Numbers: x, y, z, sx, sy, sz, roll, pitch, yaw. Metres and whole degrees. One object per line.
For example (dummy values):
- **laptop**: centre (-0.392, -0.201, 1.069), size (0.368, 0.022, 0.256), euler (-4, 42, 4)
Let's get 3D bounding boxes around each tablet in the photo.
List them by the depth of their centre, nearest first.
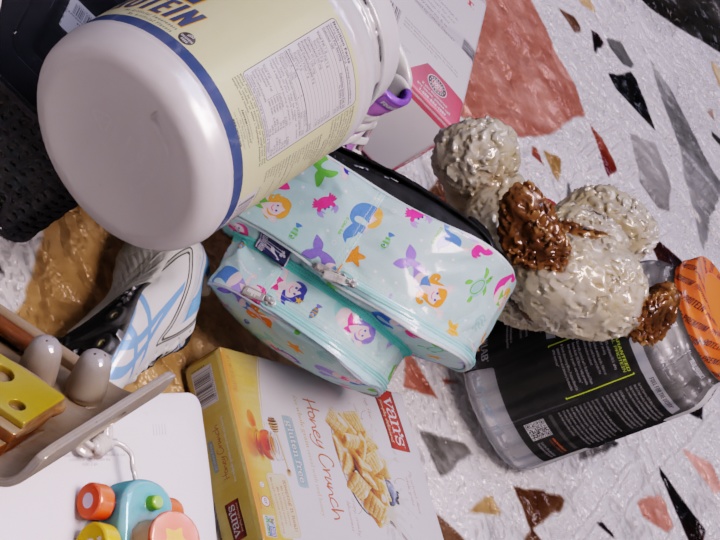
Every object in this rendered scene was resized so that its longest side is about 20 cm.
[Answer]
- **tablet**: centre (-0.160, 0.138, 1.332), size (0.200, 0.014, 0.131), euler (2, 79, -48)

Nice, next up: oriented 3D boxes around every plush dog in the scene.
- **plush dog**: centre (0.135, -0.003, 1.618), size (0.199, 0.161, 0.172), euler (27, -1, -26)

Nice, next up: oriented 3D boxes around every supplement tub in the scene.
- **supplement tub**: centre (-0.082, -0.115, 1.376), size (0.200, 0.145, 0.145), euler (-37, 95, -42)
- **supplement tub**: centre (0.190, 0.068, 1.742), size (0.123, 0.199, 0.123), euler (48, 30, -40)

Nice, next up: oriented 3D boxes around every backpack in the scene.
- **backpack**: centre (0.000, 0.000, 1.521), size (0.199, 0.151, 0.178), euler (23, -8, 8)

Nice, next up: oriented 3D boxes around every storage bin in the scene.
- **storage bin**: centre (-0.210, -0.134, 1.471), size (0.135, 0.094, 0.200), euler (44, 35, -22)

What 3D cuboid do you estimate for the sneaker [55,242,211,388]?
- **sneaker**: centre (-0.142, 0.040, 1.440), size (0.073, 0.072, 0.200), euler (55, 34, -20)

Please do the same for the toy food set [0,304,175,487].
- **toy food set**: centre (-0.220, 0.034, 1.277), size (0.200, 0.061, 0.143), euler (32, 28, 14)

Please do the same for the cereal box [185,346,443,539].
- **cereal box**: centre (-0.027, 0.138, 1.543), size (0.200, 0.039, 0.144), euler (16, 50, -48)

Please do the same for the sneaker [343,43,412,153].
- **sneaker**: centre (-0.016, -0.101, 1.629), size (0.073, 0.114, 0.201), euler (-21, 118, -45)

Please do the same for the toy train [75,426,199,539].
- **toy train**: centre (-0.161, 0.166, 1.271), size (0.151, 0.055, 0.200), euler (58, 44, -22)

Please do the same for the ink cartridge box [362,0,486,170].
- **ink cartridge box**: centre (0.020, -0.200, 1.861), size (0.146, 0.085, 0.200), euler (44, 36, -22)

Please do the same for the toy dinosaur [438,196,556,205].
- **toy dinosaur**: centre (0.090, -0.023, 1.739), size (0.181, 0.200, 0.105), euler (-22, 73, -17)
